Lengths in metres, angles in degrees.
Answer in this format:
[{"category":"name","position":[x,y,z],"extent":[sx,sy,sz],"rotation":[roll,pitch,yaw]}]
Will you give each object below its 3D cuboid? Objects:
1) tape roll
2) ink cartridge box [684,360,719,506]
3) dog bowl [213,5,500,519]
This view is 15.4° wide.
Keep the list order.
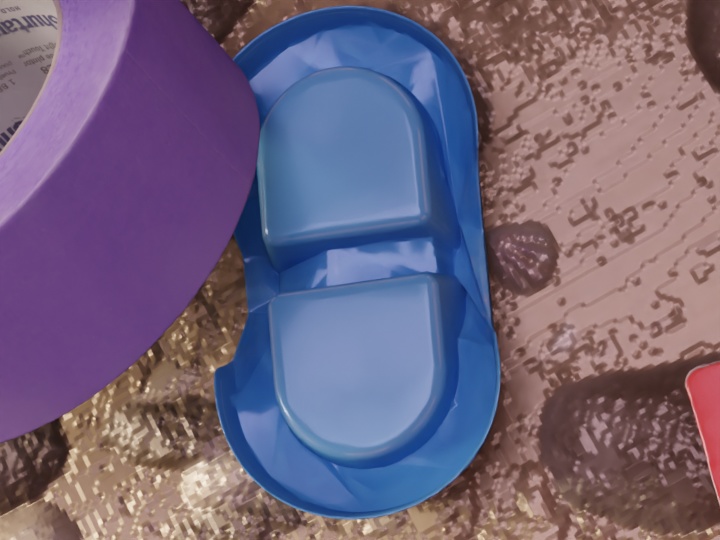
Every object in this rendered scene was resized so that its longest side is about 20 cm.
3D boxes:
[{"category":"tape roll","position":[-0.143,-0.037,1.011],"extent":[0.200,0.085,0.200],"rotation":[-23,42,22]},{"category":"ink cartridge box","position":[0.229,0.064,0.955],"extent":[0.200,0.067,0.116],"rotation":[-17,74,10]},{"category":"dog bowl","position":[0.000,0.000,1.036],"extent":[0.111,0.050,0.200],"rotation":[-8,76,12]}]
